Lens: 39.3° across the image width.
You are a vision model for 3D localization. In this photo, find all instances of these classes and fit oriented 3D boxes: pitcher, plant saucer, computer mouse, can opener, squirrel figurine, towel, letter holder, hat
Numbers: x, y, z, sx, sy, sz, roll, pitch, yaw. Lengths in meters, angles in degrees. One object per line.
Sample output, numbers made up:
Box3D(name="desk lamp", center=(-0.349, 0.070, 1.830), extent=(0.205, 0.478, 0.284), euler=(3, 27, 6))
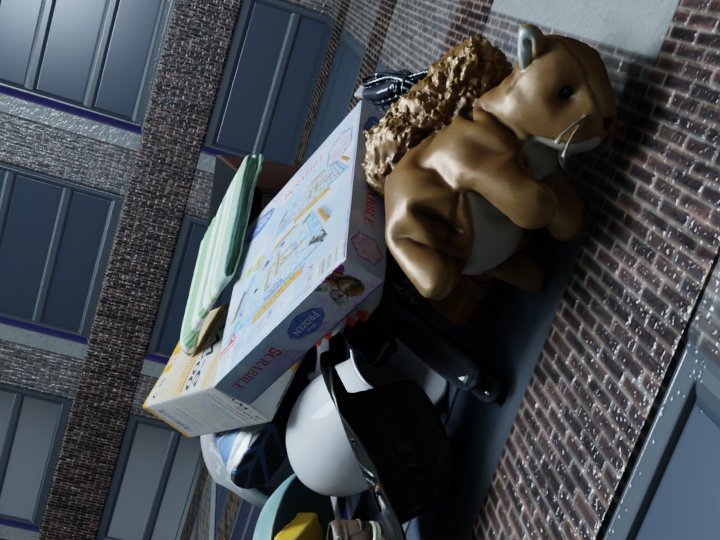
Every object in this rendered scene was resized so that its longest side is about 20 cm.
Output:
Box3D(name="pitcher", center=(-0.015, 0.125, 1.034), extent=(0.172, 0.120, 0.201), euler=(56, 139, 25))
Box3D(name="plant saucer", center=(-0.075, 0.316, 1.088), extent=(0.200, 0.036, 0.203), euler=(-2, -90, -71))
Box3D(name="computer mouse", center=(0.025, -0.089, 0.926), extent=(0.138, 0.052, 0.202), euler=(12, 96, 54))
Box3D(name="can opener", center=(0.059, 0.066, 0.885), extent=(0.199, 0.063, 0.079), euler=(29, 98, 52))
Box3D(name="squirrel figurine", center=(0.094, -0.104, 0.752), extent=(0.200, 0.140, 0.188), euler=(54, 126, 37))
Box3D(name="towel", center=(-0.147, -0.012, 1.047), extent=(0.200, 0.023, 0.154), euler=(129, 154, -54))
Box3D(name="letter holder", center=(-0.081, -0.058, 1.156), extent=(0.200, 0.141, 0.102), euler=(-141, 58, -62))
Box3D(name="hat", center=(0.034, 0.152, 0.869), extent=(0.201, 0.080, 0.202), euler=(157, 90, -86))

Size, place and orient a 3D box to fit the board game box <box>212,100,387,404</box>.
Box3D(name="board game box", center=(-0.047, -0.016, 0.872), extent=(0.200, 0.041, 0.201), euler=(-43, 29, 37))

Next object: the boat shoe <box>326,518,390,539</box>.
Box3D(name="boat shoe", center=(-0.026, 0.345, 0.986), extent=(0.075, 0.074, 0.205), euler=(137, 146, -69))

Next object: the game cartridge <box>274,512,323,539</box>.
Box3D(name="game cartridge", center=(-0.073, 0.353, 0.985), extent=(0.200, 0.032, 0.179), euler=(-27, -67, -75))

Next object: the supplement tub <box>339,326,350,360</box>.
Box3D(name="supplement tub", center=(-0.023, 0.019, 1.218), extent=(0.201, 0.143, 0.145), euler=(-87, 17, -47))

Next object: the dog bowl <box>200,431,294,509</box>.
Box3D(name="dog bowl", center=(-0.091, 0.195, 1.220), extent=(0.059, 0.198, 0.202), euler=(-4, 70, 61))

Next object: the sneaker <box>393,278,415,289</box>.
Box3D(name="sneaker", center=(0.000, 0.000, 1.061), extent=(0.076, 0.198, 0.088), euler=(49, 128, 42))

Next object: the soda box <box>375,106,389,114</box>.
Box3D(name="soda box", center=(0.058, -0.161, 1.242), extent=(0.200, 0.070, 0.064), euler=(-105, 33, -67))

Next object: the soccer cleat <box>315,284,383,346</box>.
Box3D(name="soccer cleat", center=(-0.030, 0.019, 0.934), extent=(0.200, 0.069, 0.078), euler=(-23, 42, 60))

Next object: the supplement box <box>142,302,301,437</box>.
Box3D(name="supplement box", center=(-0.145, 0.104, 1.102), extent=(0.199, 0.073, 0.127), euler=(-22, 36, 52))

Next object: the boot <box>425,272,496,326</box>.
Box3D(name="boot", center=(0.098, -0.054, 0.930), extent=(0.200, 0.076, 0.156), euler=(-118, 46, -57))

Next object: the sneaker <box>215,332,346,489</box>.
Box3D(name="sneaker", center=(-0.093, 0.140, 1.116), extent=(0.201, 0.076, 0.077), euler=(-52, 44, -1))
